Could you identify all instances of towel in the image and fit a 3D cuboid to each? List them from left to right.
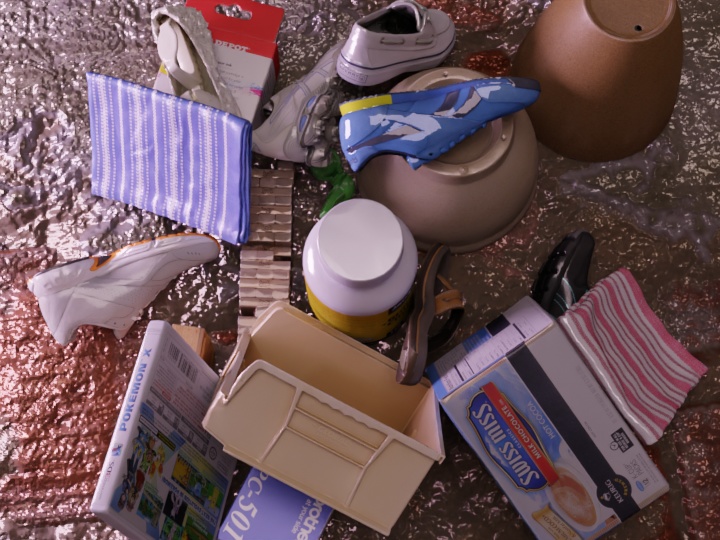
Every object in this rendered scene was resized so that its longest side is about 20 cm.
[{"bbox_3d":[-0.197,-0.113,1.310,0.200,0.145,0.024,19,35,21],"label":"towel"},{"bbox_3d":[0.270,0.077,1.259,0.030,0.200,0.146,-39,84,29],"label":"towel"}]

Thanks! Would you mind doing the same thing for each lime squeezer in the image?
[{"bbox_3d":[-0.046,-0.106,1.371,0.071,0.038,0.200,8,37,-30],"label":"lime squeezer"}]

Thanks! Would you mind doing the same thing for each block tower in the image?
[{"bbox_3d":[-0.098,-0.013,1.346,0.058,0.054,0.200,2,73,0],"label":"block tower"}]

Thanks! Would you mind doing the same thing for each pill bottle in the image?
[{"bbox_3d":[0.000,0.000,1.266,0.112,0.200,0.112,0,74,0],"label":"pill bottle"}]

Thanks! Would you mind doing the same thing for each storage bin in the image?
[{"bbox_3d":[-0.033,0.129,1.203,0.198,0.200,0.094,29,103,-6],"label":"storage bin"}]

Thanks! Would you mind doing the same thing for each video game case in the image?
[{"bbox_3d":[-0.170,0.172,1.187,0.022,0.200,0.182,2,61,22],"label":"video game case"}]

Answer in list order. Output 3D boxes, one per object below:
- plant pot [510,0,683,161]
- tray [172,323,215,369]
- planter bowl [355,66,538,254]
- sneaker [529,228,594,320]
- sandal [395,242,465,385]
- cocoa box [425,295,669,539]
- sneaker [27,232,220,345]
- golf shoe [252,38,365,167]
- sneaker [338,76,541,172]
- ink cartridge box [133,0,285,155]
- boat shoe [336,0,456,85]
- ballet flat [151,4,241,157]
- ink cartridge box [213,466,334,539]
[{"bbox_3d":[0.260,-0.235,1.338,0.186,0.200,0.187,0,75,0],"label":"plant pot"},{"bbox_3d":[-0.181,0.163,1.271,0.037,0.099,0.200,7,74,2],"label":"tray"},{"bbox_3d":[0.095,-0.130,1.340,0.200,0.135,0.200,0,74,-1],"label":"planter bowl"},{"bbox_3d":[0.208,0.056,1.327,0.079,0.075,0.200,22,83,-4],"label":"sneaker"},{"bbox_3d":[0.076,0.047,1.280,0.055,0.082,0.200,12,30,3],"label":"sandal"},{"bbox_3d":[0.172,0.149,1.218,0.131,0.133,0.200,-35,99,2],"label":"cocoa box"},{"bbox_3d":[-0.238,0.019,1.337,0.200,0.076,0.092,-17,94,-7],"label":"sneaker"},{"bbox_3d":[-0.056,-0.187,1.364,0.097,0.078,0.200,2,38,22],"label":"golf shoe"},{"bbox_3d":[0.079,-0.140,1.244,0.200,0.066,0.079,-10,87,-1],"label":"sneaker"},{"bbox_3d":[-0.159,-0.196,1.392,0.116,0.067,0.200,15,75,5],"label":"ink cartridge box"},{"bbox_3d":[0.051,-0.252,1.358,0.074,0.067,0.200,30,37,15],"label":"boat shoe"},{"bbox_3d":[-0.175,-0.188,1.318,0.072,0.072,0.200,-19,73,-6],"label":"ballet flat"},{"bbox_3d":[-0.107,0.294,1.261,0.094,0.044,0.200,26,75,5],"label":"ink cartridge box"}]
